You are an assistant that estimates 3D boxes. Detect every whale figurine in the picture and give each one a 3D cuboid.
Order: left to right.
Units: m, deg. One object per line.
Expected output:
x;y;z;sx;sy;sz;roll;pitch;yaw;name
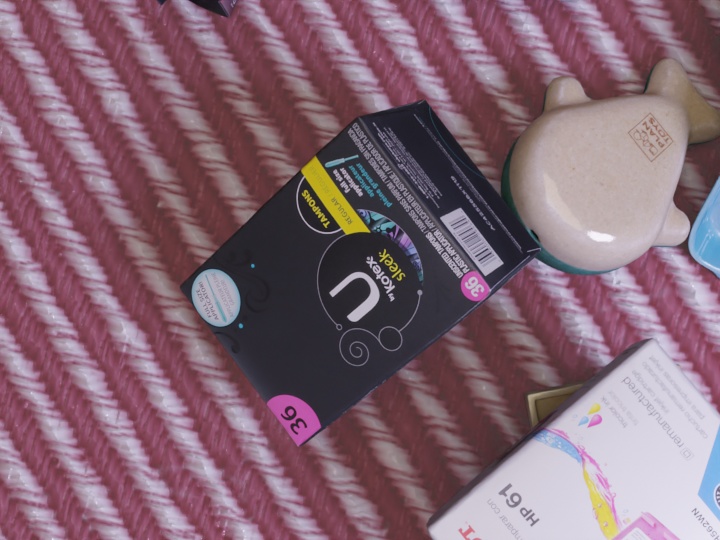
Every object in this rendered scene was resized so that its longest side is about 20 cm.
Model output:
0.194;-0.081;0.862;0.200;0.104;0.159;-41;90;-23;whale figurine

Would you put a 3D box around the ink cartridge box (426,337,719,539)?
0.161;0.166;0.741;0.200;0.085;0.145;-40;81;-1;ink cartridge box

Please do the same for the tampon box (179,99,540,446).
0.000;0.000;0.807;0.200;0.126;0.150;-41;84;27;tampon box

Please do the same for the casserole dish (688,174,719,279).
0.322;-0.057;0.814;0.120;0.201;0.039;18;53;4;casserole dish

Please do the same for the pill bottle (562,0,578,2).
0.087;-0.285;0.857;0.198;0.120;0.121;11;88;4;pill bottle

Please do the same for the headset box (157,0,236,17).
-0.114;-0.301;0.856;0.075;0.149;0.201;25;89;6;headset box

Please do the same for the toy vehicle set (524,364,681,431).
0.209;0.184;0.868;0.123;0.027;0.202;-10;86;3;toy vehicle set
